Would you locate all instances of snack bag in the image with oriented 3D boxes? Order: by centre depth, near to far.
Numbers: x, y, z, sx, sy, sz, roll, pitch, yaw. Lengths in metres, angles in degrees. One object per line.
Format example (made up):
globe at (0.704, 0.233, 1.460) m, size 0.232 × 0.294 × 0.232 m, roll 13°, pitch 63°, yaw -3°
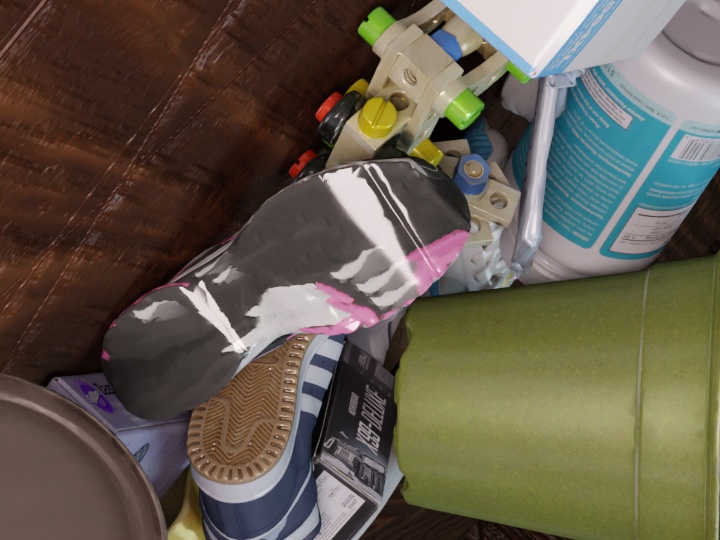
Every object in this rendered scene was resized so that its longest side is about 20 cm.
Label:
snack bag at (0.107, -0.099, 1.397) m, size 0.189 × 0.021 × 0.202 m, roll 76°, pitch 23°, yaw -85°

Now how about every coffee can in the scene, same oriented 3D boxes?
coffee can at (-0.184, 0.161, 1.096) m, size 0.146 × 0.146 × 0.200 m, roll -37°, pitch 164°, yaw -47°

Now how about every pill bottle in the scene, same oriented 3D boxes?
pill bottle at (0.156, -0.073, 1.527) m, size 0.111 × 0.111 × 0.200 m, roll -36°, pitch 162°, yaw -49°

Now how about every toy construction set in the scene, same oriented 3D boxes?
toy construction set at (0.035, -0.081, 1.318) m, size 0.131 × 0.092 × 0.201 m, roll -44°, pitch 157°, yaw -28°

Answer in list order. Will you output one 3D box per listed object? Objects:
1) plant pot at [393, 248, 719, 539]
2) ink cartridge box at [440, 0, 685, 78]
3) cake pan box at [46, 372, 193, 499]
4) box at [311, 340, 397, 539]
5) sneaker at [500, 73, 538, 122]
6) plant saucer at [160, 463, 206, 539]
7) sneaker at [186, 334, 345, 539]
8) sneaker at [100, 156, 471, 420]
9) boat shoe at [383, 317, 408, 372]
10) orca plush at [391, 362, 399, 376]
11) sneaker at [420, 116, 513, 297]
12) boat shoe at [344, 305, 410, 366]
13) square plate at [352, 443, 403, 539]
plant pot at (0.120, 0.081, 1.497) m, size 0.200 × 0.188 × 0.202 m, roll 2°, pitch 90°, yaw -80°
ink cartridge box at (0.093, -0.173, 1.105) m, size 0.125 × 0.128 × 0.200 m, roll -52°, pitch 168°, yaw 17°
cake pan box at (-0.170, 0.141, 1.337) m, size 0.200 × 0.052 × 0.184 m, roll -52°, pitch 167°, yaw 10°
box at (-0.057, 0.154, 1.501) m, size 0.200 × 0.050 × 0.158 m, roll -50°, pitch -169°, yaw 22°
sneaker at (0.165, -0.156, 1.580) m, size 0.070 × 0.080 × 0.201 m, roll -34°, pitch 160°, yaw -48°
plant saucer at (-0.137, 0.190, 1.464) m, size 0.200 × 0.048 × 0.200 m, roll -52°, pitch -169°, yaw 12°
sneaker at (-0.041, 0.068, 1.372) m, size 0.109 × 0.070 × 0.201 m, roll 84°, pitch 21°, yaw -46°
sneaker at (-0.037, -0.003, 1.275) m, size 0.199 × 0.081 × 0.086 m, roll -24°, pitch -170°, yaw 16°
boat shoe at (-0.038, 0.098, 1.664) m, size 0.200 × 0.072 × 0.065 m, roll -50°, pitch 166°, yaw -29°
orca plush at (0.062, 0.055, 1.699) m, size 0.105 × 0.200 × 0.071 m, roll -40°, pitch 127°, yaw -15°
sneaker at (0.074, -0.030, 1.640) m, size 0.076 × 0.081 × 0.200 m, roll -43°, pitch 167°, yaw -18°
boat shoe at (0.000, 0.000, 1.514) m, size 0.066 × 0.073 × 0.200 m, roll -62°, pitch 177°, yaw -18°
square plate at (-0.014, 0.145, 1.626) m, size 0.200 × 0.028 × 0.198 m, roll -46°, pitch -174°, yaw 45°
